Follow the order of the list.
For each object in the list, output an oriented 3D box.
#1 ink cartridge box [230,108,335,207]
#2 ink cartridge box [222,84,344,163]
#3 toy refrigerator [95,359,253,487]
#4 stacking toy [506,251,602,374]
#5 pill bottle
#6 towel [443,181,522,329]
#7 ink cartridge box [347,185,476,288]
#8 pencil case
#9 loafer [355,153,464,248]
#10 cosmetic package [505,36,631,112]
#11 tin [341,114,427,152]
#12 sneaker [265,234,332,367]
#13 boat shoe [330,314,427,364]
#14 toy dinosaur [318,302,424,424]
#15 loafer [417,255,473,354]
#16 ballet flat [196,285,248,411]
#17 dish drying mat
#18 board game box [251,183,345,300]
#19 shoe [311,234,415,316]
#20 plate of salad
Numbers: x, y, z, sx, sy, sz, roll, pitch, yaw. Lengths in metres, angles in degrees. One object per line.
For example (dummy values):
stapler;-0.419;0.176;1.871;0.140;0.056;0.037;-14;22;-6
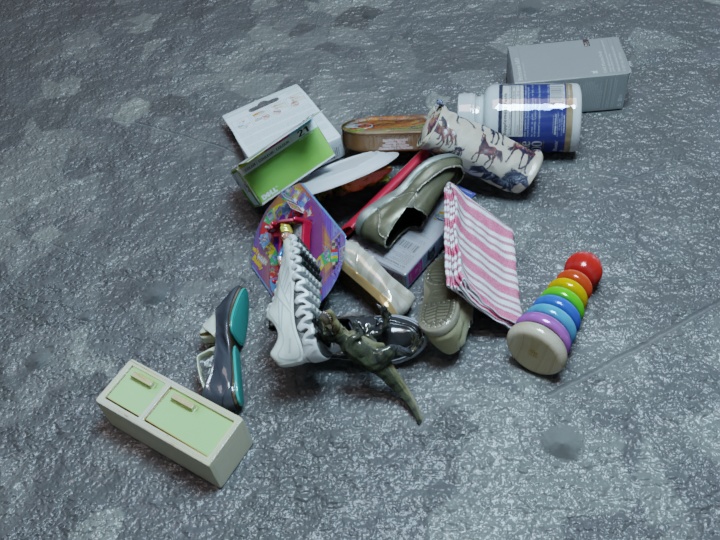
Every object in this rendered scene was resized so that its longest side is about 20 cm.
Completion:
ink cartridge box;-0.115;-0.170;1.239;0.147;0.076;0.200;-35;11;-10
ink cartridge box;-0.141;-0.242;1.424;0.159;0.048;0.201;-26;47;-12
toy refrigerator;-0.246;0.197;1.052;0.198;0.070;0.076;22;57;25
stacking toy;0.279;0.044;1.097;0.085;0.086;0.200;22;53;25
pill bottle;0.261;-0.252;1.323;0.197;0.112;0.112;1;50;10
towel;0.178;-0.022;1.135;0.030;0.146;0.202;-33;38;36
ink cartridge box;0.081;-0.069;1.245;0.118;0.042;0.200;26;61;29
pencil case;0.190;-0.192;1.259;0.198;0.078;0.090;24;53;-10
loafer;0.086;-0.098;1.203;0.199;0.075;0.070;-38;58;-9
cosmetic package;0.357;-0.338;1.398;0.197;0.091;0.108;-4;52;1
tin;0.065;-0.234;1.361;0.197;0.042;0.112;0;21;9
sneaker;-0.093;0.038;1.077;0.080;0.075;0.202;-21;52;16
boat shoe;-0.009;0.090;1.092;0.197;0.066;0.071;3;83;14
toy dinosaur;0.029;0.102;1.040;0.200;0.047;0.088;43;74;-13
loafer;0.126;0.044;1.128;0.075;0.069;0.201;-5;31;24
ballet flat;-0.196;0.106;1.124;0.072;0.074;0.202;-6;52;4
dish drying mat;0.037;-0.122;1.266;0.018;0.077;0.200;47;66;-4
board game box;-0.109;-0.033;1.181;0.159;0.039;0.200;-54;51;19
shoe;0.000;0.000;1.180;0.053;0.070;0.200;-40;65;-13
plate of salad;-0.028;-0.144;1.282;0.198;0.049;0.200;-20;15;6
